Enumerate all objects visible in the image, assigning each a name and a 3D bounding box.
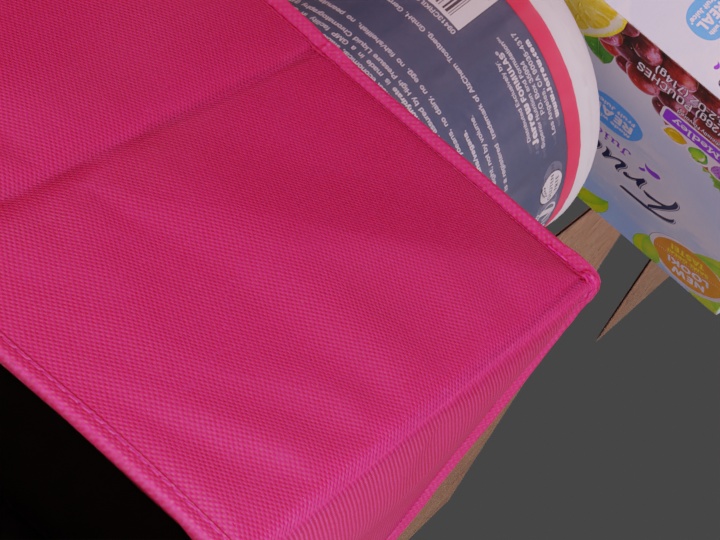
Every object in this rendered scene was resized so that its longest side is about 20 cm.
[{"bbox_3d":[-0.024,-0.030,0.825,0.200,0.140,0.140,-40,167,-38],"label":"supplement tub"},{"bbox_3d":[0.095,-0.091,0.921,0.068,0.200,0.169,-44,170,-15],"label":"snack box"},{"bbox_3d":[-0.099,0.033,0.602,0.196,0.200,0.199,-55,170,32],"label":"fabric cube"}]
